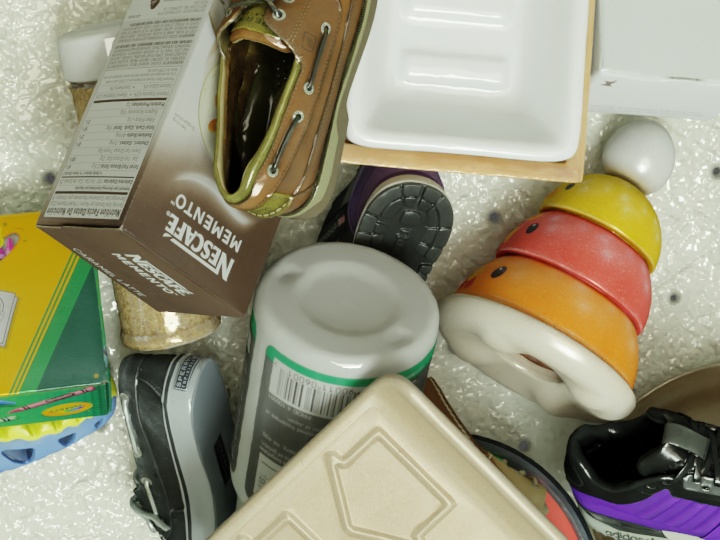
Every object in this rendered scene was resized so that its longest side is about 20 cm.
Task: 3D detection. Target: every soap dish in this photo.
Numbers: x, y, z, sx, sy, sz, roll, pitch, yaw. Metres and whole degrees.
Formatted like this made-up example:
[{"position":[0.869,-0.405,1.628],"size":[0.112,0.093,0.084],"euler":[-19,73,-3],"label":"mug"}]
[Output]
[{"position":[0.058,-0.157,0.919],"size":[0.155,0.081,0.203],"euler":[4,89,-7],"label":"soap dish"}]

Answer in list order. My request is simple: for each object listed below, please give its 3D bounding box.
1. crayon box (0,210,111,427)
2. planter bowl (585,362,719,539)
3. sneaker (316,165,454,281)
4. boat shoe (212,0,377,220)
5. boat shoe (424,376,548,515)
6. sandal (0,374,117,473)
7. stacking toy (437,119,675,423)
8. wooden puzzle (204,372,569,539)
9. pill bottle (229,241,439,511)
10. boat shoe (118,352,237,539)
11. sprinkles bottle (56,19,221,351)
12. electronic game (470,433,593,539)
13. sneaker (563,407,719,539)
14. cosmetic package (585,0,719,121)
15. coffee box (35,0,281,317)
[{"position":[-0.256,0.035,0.947],"size":[0.197,0.058,0.120],"euler":[-7,66,-10],"label":"crayon box"},{"position":[0.266,0.183,1.066],"size":[0.199,0.201,0.135],"euler":[-32,133,-3],"label":"planter bowl"},{"position":[0.000,0.000,1.022],"size":[0.075,0.088,0.201],"euler":[18,123,-21],"label":"sneaker"},{"position":[-0.039,-0.130,0.853],"size":[0.068,0.071,0.203],"euler":[6,87,-54],"label":"boat shoe"},{"position":[0.083,0.161,0.991],"size":[0.073,0.076,0.202],"euler":[-17,69,-19],"label":"boat shoe"},{"position":[-0.251,0.108,0.996],"size":[0.198,0.080,0.088],"euler":[-17,143,-15],"label":"sandal"},{"position":[0.152,-0.013,1.037],"size":[0.145,0.146,0.201],"euler":[34,75,-17],"label":"stacking toy"},{"position":[0.015,0.177,0.897],"size":[0.200,0.046,0.185],"euler":[-42,101,16],"label":"wooden puzzle"},{"position":[-0.022,0.093,0.963],"size":[0.112,0.114,0.202],"euler":[2,130,-12],"label":"pill bottle"},{"position":[-0.119,0.139,1.018],"size":[0.067,0.074,0.201],"euler":[5,131,18],"label":"boat shoe"},{"position":[-0.137,-0.054,0.976],"size":[0.067,0.068,0.203],"euler":[-12,105,-9],"label":"sprinkles bottle"},{"position":[0.066,0.209,1.052],"size":[0.197,0.042,0.203],"euler":[3,99,21],"label":"electronic game"},{"position":[0.217,0.128,0.969],"size":[0.198,0.070,0.100],"euler":[-2,141,27],"label":"sneaker"},{"position":[0.182,-0.201,0.967],"size":[0.111,0.081,0.203],"euler":[5,80,-14],"label":"cosmetic package"},{"position":[-0.093,-0.087,0.912],"size":[0.114,0.079,0.202],"euler":[37,65,-44],"label":"coffee box"}]
